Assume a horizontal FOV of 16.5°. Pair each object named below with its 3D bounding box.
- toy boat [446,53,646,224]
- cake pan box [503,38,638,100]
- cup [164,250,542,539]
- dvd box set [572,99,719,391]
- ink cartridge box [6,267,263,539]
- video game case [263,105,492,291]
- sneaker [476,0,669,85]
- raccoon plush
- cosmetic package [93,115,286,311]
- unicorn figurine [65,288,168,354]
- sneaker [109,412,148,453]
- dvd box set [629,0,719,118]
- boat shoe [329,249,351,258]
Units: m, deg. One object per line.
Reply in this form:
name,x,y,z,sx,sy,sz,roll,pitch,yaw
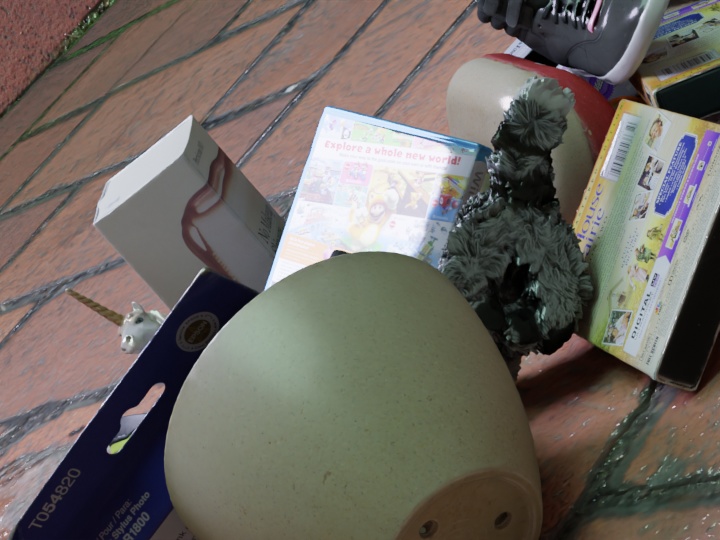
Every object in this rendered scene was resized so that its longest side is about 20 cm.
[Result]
toy boat,0.143,-0.083,1.669,0.131,0.131,0.200,-13,13,-11
cake pan box,0.177,-0.171,1.896,0.200,0.052,0.184,-47,15,-22
cup,0.016,0.110,1.329,0.200,0.200,0.143,-42,44,-6
dvd box set,0.171,-0.019,1.441,0.200,0.029,0.146,-150,80,-73
ink cartridge box,-0.069,0.110,1.407,0.200,0.200,0.041,-54,49,12
video game case,0.000,0.000,1.636,0.143,0.018,0.200,17,89,42
sneaker,0.132,-0.172,1.621,0.071,0.099,0.200,-65,12,-3
raccoon plush,0.087,-0.002,1.515,0.200,0.097,0.134,-63,5,-23
cosmetic package,-0.091,-0.001,1.780,0.087,0.200,0.103,-38,17,14
unicorn figurine,-0.083,0.055,1.618,0.200,0.074,0.137,-16,39,4
sneaker,-0.097,0.138,1.713,0.200,0.072,0.083,-11,71,44
dvd box set,0.246,-0.153,1.632,0.146,0.029,0.200,-21,17,2
boat shoe,-0.041,0.078,1.518,0.200,0.066,0.070,-61,-10,5
